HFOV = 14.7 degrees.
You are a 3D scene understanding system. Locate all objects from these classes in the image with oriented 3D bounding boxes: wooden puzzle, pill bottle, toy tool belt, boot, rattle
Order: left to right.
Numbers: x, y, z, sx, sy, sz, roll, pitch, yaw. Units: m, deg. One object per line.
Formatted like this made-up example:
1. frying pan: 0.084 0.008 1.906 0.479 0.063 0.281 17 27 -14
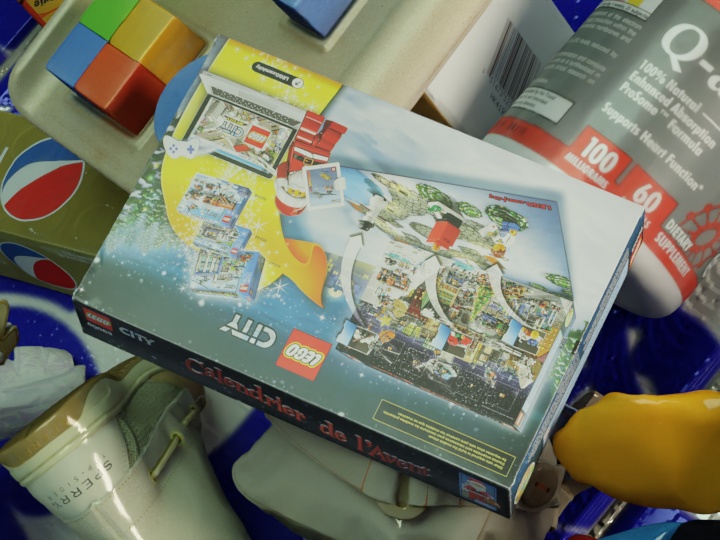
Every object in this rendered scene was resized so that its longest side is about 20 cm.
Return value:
1. boot: -0.079 0.116 1.262 0.072 0.200 0.155 -38 88 10
2. wooden puzzle: -0.057 -0.115 1.269 0.200 0.046 0.185 34 85 39
3. toy tool belt: 0.050 0.076 1.195 0.200 0.125 0.123 17 78 36
4. pill bottle: 0.155 -0.087 1.246 0.200 0.116 0.116 -49 49 -7
5. rattle: 0.194 0.025 1.149 0.143 0.130 0.200 0 56 45

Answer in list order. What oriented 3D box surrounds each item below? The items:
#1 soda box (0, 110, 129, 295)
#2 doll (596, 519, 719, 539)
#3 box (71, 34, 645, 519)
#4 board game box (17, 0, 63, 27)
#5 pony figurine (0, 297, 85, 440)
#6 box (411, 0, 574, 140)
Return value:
1. soda box: -0.173 -0.036 1.438 0.200 0.064 0.068 14 67 36
2. doll: 0.117 0.150 1.046 0.136 0.048 0.200 32 96 39
3. box: 0.000 0.000 1.155 0.199 0.038 0.137 23 70 13
4. board game box: -0.151 -0.292 1.507 0.199 0.200 0.200 -29 49 10
5. pony figurine: -0.211 0.085 1.316 0.193 0.166 0.201 -134 63 -68
6. box: -0.011 -0.101 1.346 0.199 0.124 0.098 7 65 34
